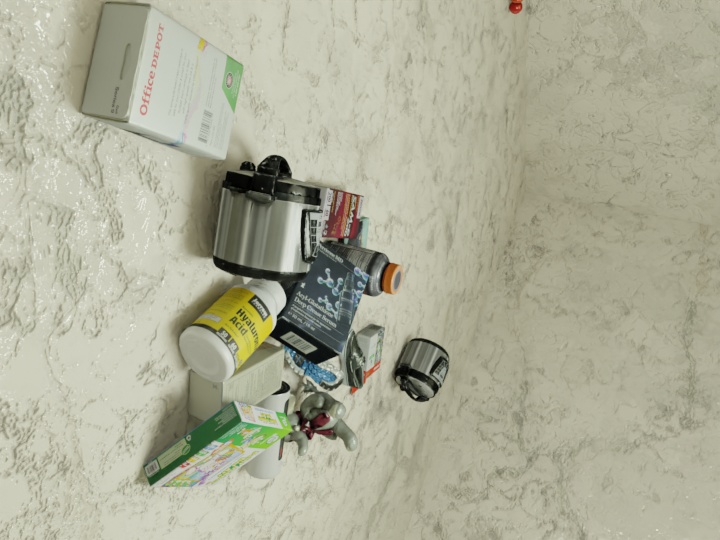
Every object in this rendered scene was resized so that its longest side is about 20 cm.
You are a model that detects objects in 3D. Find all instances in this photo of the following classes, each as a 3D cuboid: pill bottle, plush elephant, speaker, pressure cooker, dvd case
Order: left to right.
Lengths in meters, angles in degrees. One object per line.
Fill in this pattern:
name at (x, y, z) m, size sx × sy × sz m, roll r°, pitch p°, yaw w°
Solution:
pill bottle at (-0.220, 0.094, 1.050) m, size 0.200 × 0.110 × 0.113 m, roll -51°, pitch 146°, yaw -47°
speaker at (-0.202, 0.344, 1.271) m, size 0.081 × 0.080 × 0.203 m, roll -18°, pitch 118°, yaw -63°
pressure cooker at (-0.157, -0.094, 0.995) m, size 0.177 × 0.175 × 0.204 m, roll 4°, pitch 99°, yaw -41°
plush elephant at (-0.127, 0.360, 1.376) m, size 0.154 × 0.199 × 0.166 m, roll -36°, pitch 139°, yaw -22°
dvd case at (-0.023, -0.033, 1.543) m, size 0.146 × 0.022 × 0.203 m, roll -25°, pitch 126°, yaw -61°
pill bottle at (0.000, 0.000, 1.388) m, size 0.106 × 0.197 × 0.108 m, roll -44°, pitch 142°, yaw -50°
pressure cooker at (0.219, 0.372, 2.132) m, size 0.202 × 0.174 × 0.179 m, roll -61°, pitch 177°, yaw -29°

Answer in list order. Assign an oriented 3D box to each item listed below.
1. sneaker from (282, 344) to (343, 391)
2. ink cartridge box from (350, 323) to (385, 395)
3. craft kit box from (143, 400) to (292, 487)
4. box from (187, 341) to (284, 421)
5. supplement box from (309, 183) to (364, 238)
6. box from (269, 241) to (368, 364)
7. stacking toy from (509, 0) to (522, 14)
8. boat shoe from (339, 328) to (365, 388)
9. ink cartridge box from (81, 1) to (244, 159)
sneaker at (-0.126, 0.212, 1.394) m, size 0.075 × 0.086 × 0.200 m, roll -46°, pitch 128°, yaw -8°
ink cartridge box at (0.023, 0.275, 1.781) m, size 0.109 × 0.050 × 0.203 m, roll -24°, pitch 123°, yaw -62°
craft kit box at (-0.249, 0.318, 1.055) m, size 0.199 × 0.049 × 0.197 m, roll -36°, pitch 156°, yaw 5°
box at (-0.233, 0.210, 1.124) m, size 0.199 × 0.077 × 0.097 m, roll -20°, pitch 121°, yaw -63°
supplement box at (-0.064, -0.132, 1.346) m, size 0.199 × 0.060 × 0.111 m, roll -6°, pitch 108°, yaw -67°
box at (-0.092, 0.066, 1.221) m, size 0.148 × 0.107 × 0.202 m, roll 34°, pitch 54°, yaw -20°
stacking toy at (0.643, -1.150, 2.395) m, size 0.202 × 0.084 × 0.086 m, roll 86°, pitch 28°, yaw -48°
boat shoe at (-0.016, 0.247, 1.651) m, size 0.072 × 0.070 × 0.203 m, roll -48°, pitch 144°, yaw -47°
ink cartridge box at (-0.260, -0.249, 0.798) m, size 0.200 × 0.086 × 0.148 m, roll 7°, pitch 96°, yaw -69°
